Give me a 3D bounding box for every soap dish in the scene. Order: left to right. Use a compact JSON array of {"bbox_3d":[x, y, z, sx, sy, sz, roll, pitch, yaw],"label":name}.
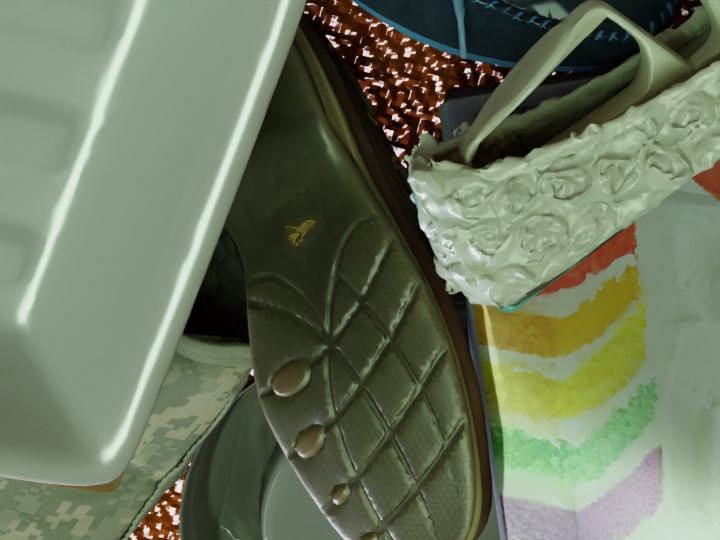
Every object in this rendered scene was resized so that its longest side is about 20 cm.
[{"bbox_3d":[-0.114,-0.041,0.762,0.157,0.081,0.200,12,109,-30],"label":"soap dish"}]

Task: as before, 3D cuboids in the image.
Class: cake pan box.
[{"bbox_3d":[0.135,0.019,0.864,0.200,0.052,0.184,-6,97,5],"label":"cake pan box"}]

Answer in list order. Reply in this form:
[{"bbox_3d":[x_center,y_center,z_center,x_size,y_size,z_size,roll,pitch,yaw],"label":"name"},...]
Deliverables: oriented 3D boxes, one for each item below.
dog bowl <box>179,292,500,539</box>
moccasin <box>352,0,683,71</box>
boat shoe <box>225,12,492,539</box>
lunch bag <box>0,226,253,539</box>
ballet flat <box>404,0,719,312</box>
[{"bbox_3d":[0.037,0.089,0.966,0.200,0.059,0.200,4,121,6],"label":"dog bowl"},{"bbox_3d":[0.010,-0.119,0.822,0.200,0.081,0.068,20,161,-5],"label":"moccasin"},{"bbox_3d":[-0.001,0.000,0.864,0.072,0.068,0.200,-27,80,29],"label":"boat shoe"},{"bbox_3d":[-0.144,0.019,0.917,0.200,0.118,0.164,35,119,-7],"label":"lunch bag"},{"bbox_3d":[0.099,-0.062,0.795,0.200,0.072,0.072,-35,112,5],"label":"ballet flat"}]
